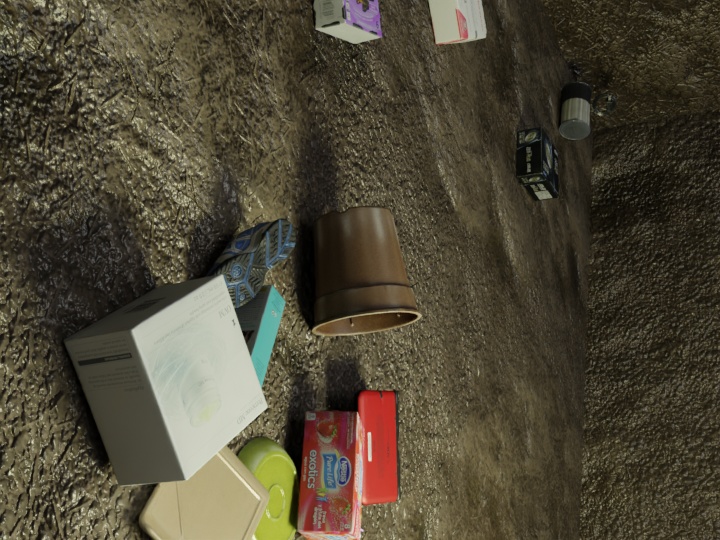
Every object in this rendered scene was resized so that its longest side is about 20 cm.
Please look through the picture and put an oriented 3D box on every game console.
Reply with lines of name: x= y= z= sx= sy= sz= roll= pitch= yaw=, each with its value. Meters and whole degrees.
game console: x=0.011 y=0.328 z=1.703 sx=0.171 sy=0.118 sz=0.203 roll=10 pitch=75 yaw=-50

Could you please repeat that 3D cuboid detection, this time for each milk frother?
milk frother: x=0.860 y=-0.592 z=3.441 sx=0.181 sy=0.197 sz=0.191 roll=51 pitch=42 yaw=-52

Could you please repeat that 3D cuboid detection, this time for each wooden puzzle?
wooden puzzle: x=-0.218 y=0.334 z=1.280 sx=0.186 sy=0.037 sz=0.201 roll=54 pitch=34 yaw=-26

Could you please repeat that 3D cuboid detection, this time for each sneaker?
sneaker: x=-0.183 y=-0.006 z=1.399 sx=0.200 sy=0.076 sz=0.076 roll=-43 pitch=121 yaw=-36

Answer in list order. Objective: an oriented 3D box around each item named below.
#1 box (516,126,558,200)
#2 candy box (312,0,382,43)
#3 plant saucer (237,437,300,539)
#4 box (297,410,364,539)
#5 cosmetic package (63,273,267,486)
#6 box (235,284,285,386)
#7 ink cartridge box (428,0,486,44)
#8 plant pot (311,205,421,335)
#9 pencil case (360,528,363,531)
box: x=0.576 y=-0.342 z=2.950 sx=0.200 sy=0.085 sz=0.166 roll=36 pitch=53 yaw=-56
candy box: x=-0.031 y=-0.570 z=1.807 sx=0.167 sy=0.071 sz=0.203 roll=-8 pitch=93 yaw=-63
plant saucer: x=-0.145 y=0.367 z=1.443 sx=0.199 sy=0.031 sz=0.203 roll=22 pitch=65 yaw=-60
box: x=-0.047 y=0.346 z=1.533 sx=0.100 sy=0.094 sz=0.203 roll=73 pitch=18 yaw=-64
cosmetic package: x=-0.243 y=0.138 z=1.176 sx=0.199 sy=0.121 sz=0.203 roll=-38 pitch=115 yaw=-58
box: x=-0.179 y=0.120 z=1.368 sx=0.049 sy=0.081 sz=0.202 roll=54 pitch=40 yaw=-45
ink cartridge box: x=0.254 y=-0.672 z=2.379 sx=0.199 sy=0.084 sz=0.148 roll=-28 pitch=110 yaw=-59
plant pot: x=0.000 y=0.000 z=1.642 sx=0.200 sy=0.198 sz=0.201 roll=17 pitch=62 yaw=-61
pencil case: x=-0.039 y=0.539 z=1.561 sx=0.084 sy=0.084 sz=0.203 roll=31 pitch=59 yaw=-59
